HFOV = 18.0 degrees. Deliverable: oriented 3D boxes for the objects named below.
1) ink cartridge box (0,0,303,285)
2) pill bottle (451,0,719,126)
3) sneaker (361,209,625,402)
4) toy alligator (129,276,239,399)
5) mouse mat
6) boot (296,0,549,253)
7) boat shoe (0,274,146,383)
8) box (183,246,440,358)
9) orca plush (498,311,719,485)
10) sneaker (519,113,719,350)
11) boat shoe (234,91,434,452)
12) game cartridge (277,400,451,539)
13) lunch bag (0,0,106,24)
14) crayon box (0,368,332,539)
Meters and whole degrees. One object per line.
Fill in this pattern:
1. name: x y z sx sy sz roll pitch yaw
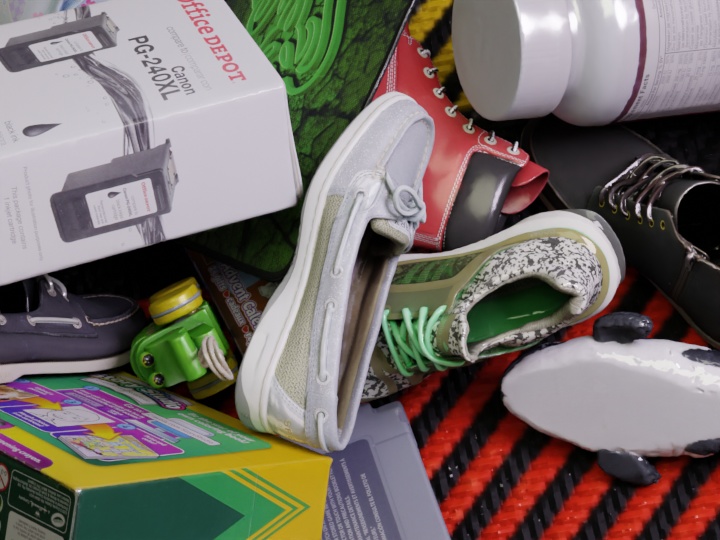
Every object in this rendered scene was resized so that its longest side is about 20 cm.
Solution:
1. ink cartridge box: -0.149 -0.077 1.245 0.200 0.084 0.145 -16 36 -14
2. pill bottle: 0.160 -0.140 1.305 0.200 0.110 0.110 -8 60 -22
3. sneaker: 0.046 0.027 1.250 0.200 0.089 0.077 -24 100 17
4. toy alligator: -0.103 0.046 1.269 0.054 0.200 0.059 -27 98 -2
5. mouse mat: -0.053 -0.100 1.324 0.161 0.008 0.200 21 84 46
6. boot: 0.045 -0.101 1.334 0.144 0.072 0.200 7 70 9
7. boat shoe: -0.185 0.023 1.287 0.073 0.200 0.063 12 101 31
8. box: -0.044 -0.041 1.374 0.137 0.039 0.200 -28 62 -5
9. orca plush: 0.181 0.053 1.265 0.200 0.105 0.071 -15 19 29
10. sneaker: 0.167 -0.047 1.298 0.075 0.106 0.200 -43 64 -11
11. boat shoe: -0.001 0.000 1.230 0.065 0.074 0.202 17 73 25
12. game cartridge: -0.016 0.158 1.233 0.133 0.041 0.200 -17 36 -2
13. lunch bag: -0.180 -0.213 1.441 0.200 0.127 0.170 -35 61 1
14. crayon box: -0.146 0.104 1.215 0.200 0.172 0.058 19 104 44
